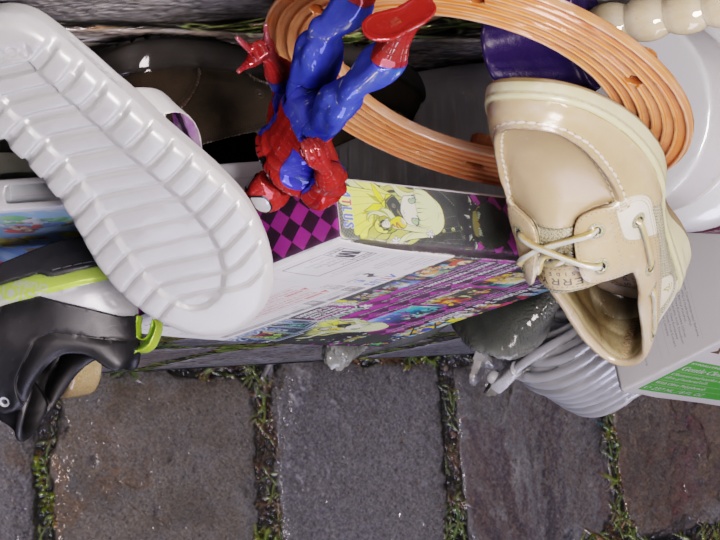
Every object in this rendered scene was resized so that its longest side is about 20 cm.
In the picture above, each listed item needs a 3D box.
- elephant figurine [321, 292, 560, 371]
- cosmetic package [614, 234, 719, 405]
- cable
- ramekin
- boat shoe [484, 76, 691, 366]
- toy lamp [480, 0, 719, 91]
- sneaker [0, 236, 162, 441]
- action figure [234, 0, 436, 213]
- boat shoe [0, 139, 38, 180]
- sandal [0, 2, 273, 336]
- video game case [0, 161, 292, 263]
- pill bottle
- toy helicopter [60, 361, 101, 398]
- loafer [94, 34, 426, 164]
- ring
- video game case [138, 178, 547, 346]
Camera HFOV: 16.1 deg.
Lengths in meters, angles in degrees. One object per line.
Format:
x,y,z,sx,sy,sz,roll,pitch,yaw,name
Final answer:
0.085,-0.017,1.609,0.199,0.156,0.142,2,-175,7,elephant figurine
0.246,0.003,1.475,0.107,0.085,0.200,9,152,-40,cosmetic package
0.175,0.002,1.675,0.069,0.200,0.200,38,146,-22,cable
0.072,-0.054,1.446,0.199,0.105,0.200,-5,174,0,ramekin
0.103,-0.020,1.165,0.072,0.065,0.200,6,155,24,boat shoe
0.152,-0.116,1.146,0.199,0.058,0.058,-8,174,24,toy lamp
-0.196,0.051,1.280,0.200,0.083,0.072,-23,170,14,sneaker
-0.020,-0.075,1.104,0.052,0.066,0.200,-22,162,-22,action figure
-0.170,-0.061,1.376,0.072,0.061,0.201,-32,165,19,boat shoe
-0.105,-0.053,1.167,0.082,0.050,0.203,-23,123,24,sandal
-0.111,-0.027,1.278,0.199,0.018,0.143,-3,169,11,video game case
0.188,-0.075,1.298,0.114,0.115,0.200,-10,173,37,pill bottle
-0.196,0.019,1.459,0.079,0.133,0.200,-2,-151,-29,toy helicopter
-0.051,-0.075,1.281,0.200,0.072,0.073,-1,173,-37,loafer
0.054,-0.089,1.150,0.200,0.019,0.201,15,158,6,ring
0.000,0.000,1.290,0.181,0.036,0.200,5,164,-37,video game case
